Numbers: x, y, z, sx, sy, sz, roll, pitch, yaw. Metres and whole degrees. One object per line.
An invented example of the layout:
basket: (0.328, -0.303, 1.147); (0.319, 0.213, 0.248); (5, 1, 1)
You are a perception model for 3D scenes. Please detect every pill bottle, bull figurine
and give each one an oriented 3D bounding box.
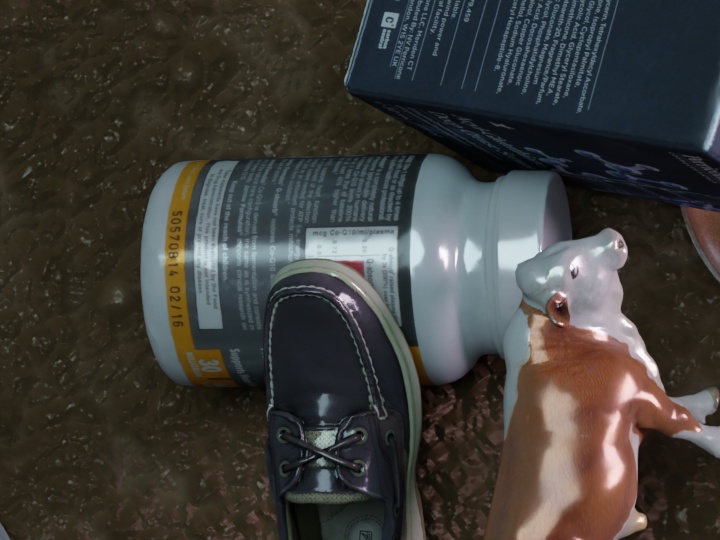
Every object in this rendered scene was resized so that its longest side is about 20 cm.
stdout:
pill bottle: (0.000, 0.000, 1.348); (0.200, 0.116, 0.117); (-1, 74, 14)
bull figurine: (0.109, 0.085, 1.252); (0.121, 0.065, 0.200); (16, 82, -16)

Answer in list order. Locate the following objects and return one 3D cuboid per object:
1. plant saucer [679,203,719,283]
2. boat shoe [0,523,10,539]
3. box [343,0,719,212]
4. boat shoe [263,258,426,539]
plant saucer: (0.257, -0.054, 1.342); (0.200, 0.032, 0.200); (-5, 73, 16)
boat shoe: (-0.258, 0.111, 1.406); (0.072, 0.068, 0.200); (-45, 70, -1)
box: (0.122, -0.101, 1.301); (0.200, 0.148, 0.107); (11, 83, 34)
boat shoe: (-0.010, 0.093, 1.296); (0.072, 0.065, 0.200); (1, 116, 17)
